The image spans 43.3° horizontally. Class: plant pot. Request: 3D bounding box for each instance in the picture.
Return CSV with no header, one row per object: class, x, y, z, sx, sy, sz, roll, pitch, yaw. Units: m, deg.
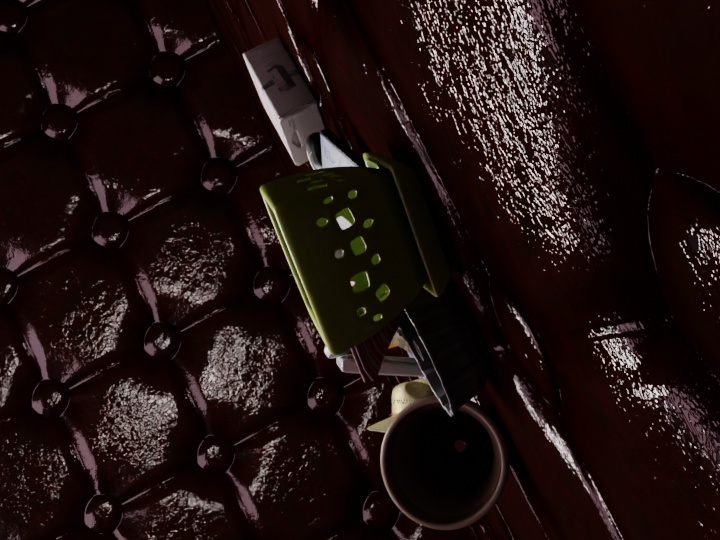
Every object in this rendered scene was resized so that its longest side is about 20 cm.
plant pot,0.145,0.289,1.442,0.202,0.199,0.174,63,-166,8
plant pot,-0.004,-0.038,1.142,0.199,0.179,0.202,-134,23,-73

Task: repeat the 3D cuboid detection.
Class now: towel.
towel,0.037,0.047,1.332,0.022,0.201,0.145,12,146,26

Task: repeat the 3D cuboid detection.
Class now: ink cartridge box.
ink cartridge box,-0.142,-0.327,1.761,0.146,0.084,0.201,71,174,-56

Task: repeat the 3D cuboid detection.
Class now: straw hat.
straw hat,0.103,0.249,1.709,0.201,0.198,0.086,131,135,-85

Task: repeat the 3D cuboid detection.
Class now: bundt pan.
bundt pan,0.112,0.095,1.254,0.202,0.075,0.204,90,154,-80

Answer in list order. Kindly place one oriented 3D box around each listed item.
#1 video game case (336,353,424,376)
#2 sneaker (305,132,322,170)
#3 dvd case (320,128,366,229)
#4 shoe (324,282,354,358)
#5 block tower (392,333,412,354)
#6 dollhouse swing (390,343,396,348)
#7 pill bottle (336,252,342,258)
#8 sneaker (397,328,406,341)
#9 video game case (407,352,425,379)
video game case,0.060,0.163,1.563,0.182,0.197,0.024,158,115,-85
sneaker,-0.032,-0.166,1.552,0.201,0.066,0.091,59,171,16
dvd case,-0.018,-0.107,1.443,0.143,0.017,0.202,46,149,42
shoe,0.002,0.056,1.526,0.091,0.200,0.071,54,-166,20
block tower,0.025,0.071,1.643,0.198,0.058,0.054,29,153,10
dollhouse swing,0.061,0.165,1.770,0.200,0.179,0.178,99,155,-81
pill bottle,0.000,0.000,1.756,0.115,0.113,0.201,61,175,27
sneaker,0.045,0.076,1.579,0.202,0.115,0.076,67,-162,12
video game case,0.139,0.217,1.978,0.144,0.019,0.200,66,174,-21
